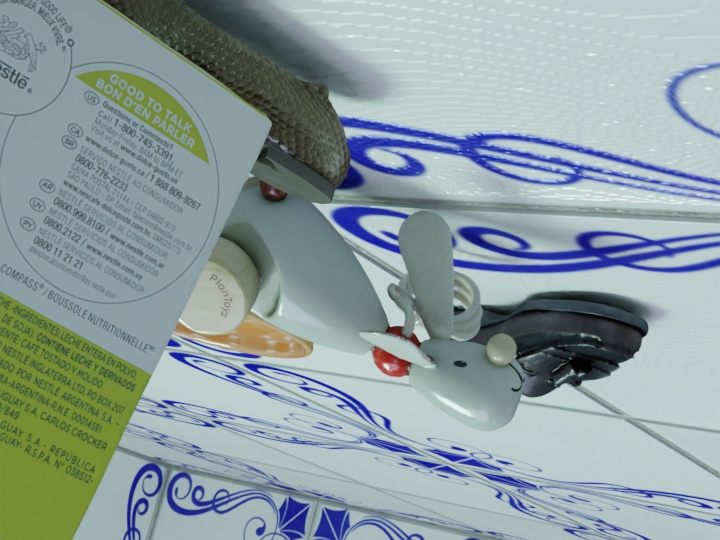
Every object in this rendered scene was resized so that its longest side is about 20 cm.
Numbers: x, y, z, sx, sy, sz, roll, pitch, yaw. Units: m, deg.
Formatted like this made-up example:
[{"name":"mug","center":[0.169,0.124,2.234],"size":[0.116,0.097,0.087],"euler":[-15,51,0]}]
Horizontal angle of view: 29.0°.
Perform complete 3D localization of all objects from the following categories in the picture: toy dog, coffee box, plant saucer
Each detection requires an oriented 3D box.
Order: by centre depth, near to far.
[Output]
[{"name":"coffee box","center":[-0.187,-0.018,0.502],"size":[0.199,0.200,0.199],"euler":[32,166,-28]},{"name":"toy dog","center":[0.000,0.000,0.721],"size":[0.197,0.133,0.097],"euler":[14,129,-14]},{"name":"plant saucer","center":[-0.128,0.022,1.077],"size":[0.197,0.038,0.200],"euler":[14,168,3]}]

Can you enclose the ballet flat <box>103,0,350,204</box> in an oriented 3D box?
[{"name":"ballet flat","center":[-0.070,-0.090,0.547],"size":[0.067,0.047,0.199],"euler":[15,165,48]}]

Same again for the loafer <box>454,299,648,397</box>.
[{"name":"loafer","center":[0.111,0.059,0.893],"size":[0.071,0.064,0.199],"euler":[21,166,-25]}]
